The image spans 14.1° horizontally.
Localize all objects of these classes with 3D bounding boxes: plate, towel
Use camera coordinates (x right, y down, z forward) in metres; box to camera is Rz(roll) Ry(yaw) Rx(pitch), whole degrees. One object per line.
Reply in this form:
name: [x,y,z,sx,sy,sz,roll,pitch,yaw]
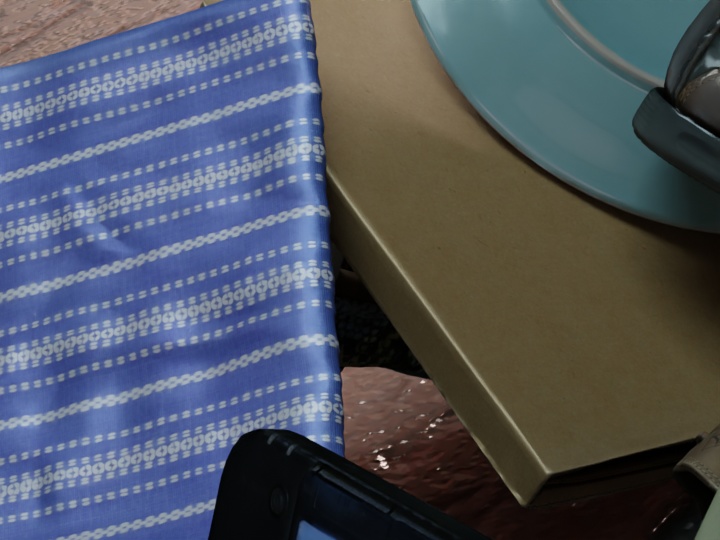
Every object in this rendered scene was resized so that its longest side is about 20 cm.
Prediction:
plate: [0.111,-0.102,0.935,0.199,0.026,0.201,6,57,-9]
towel: [-0.076,0.013,0.836,0.144,0.024,0.201,-15,56,16]

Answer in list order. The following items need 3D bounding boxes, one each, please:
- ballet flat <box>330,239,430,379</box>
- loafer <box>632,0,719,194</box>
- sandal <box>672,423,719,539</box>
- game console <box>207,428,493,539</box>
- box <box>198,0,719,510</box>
ballet flat: [0.000,0.000,0.914,0.199,0.075,0.074,5,14,-30]
loafer: [0.178,-0.018,0.846,0.199,0.063,0.072,29,11,5]
sandal: [0.108,0.068,0.794,0.057,0.080,0.201,-2,26,34]
game console: [-0.031,0.141,0.664,0.116,0.177,0.200,6,11,-35]
box: [0.059,-0.018,0.897,0.163,0.021,0.200,-9,51,-38]
